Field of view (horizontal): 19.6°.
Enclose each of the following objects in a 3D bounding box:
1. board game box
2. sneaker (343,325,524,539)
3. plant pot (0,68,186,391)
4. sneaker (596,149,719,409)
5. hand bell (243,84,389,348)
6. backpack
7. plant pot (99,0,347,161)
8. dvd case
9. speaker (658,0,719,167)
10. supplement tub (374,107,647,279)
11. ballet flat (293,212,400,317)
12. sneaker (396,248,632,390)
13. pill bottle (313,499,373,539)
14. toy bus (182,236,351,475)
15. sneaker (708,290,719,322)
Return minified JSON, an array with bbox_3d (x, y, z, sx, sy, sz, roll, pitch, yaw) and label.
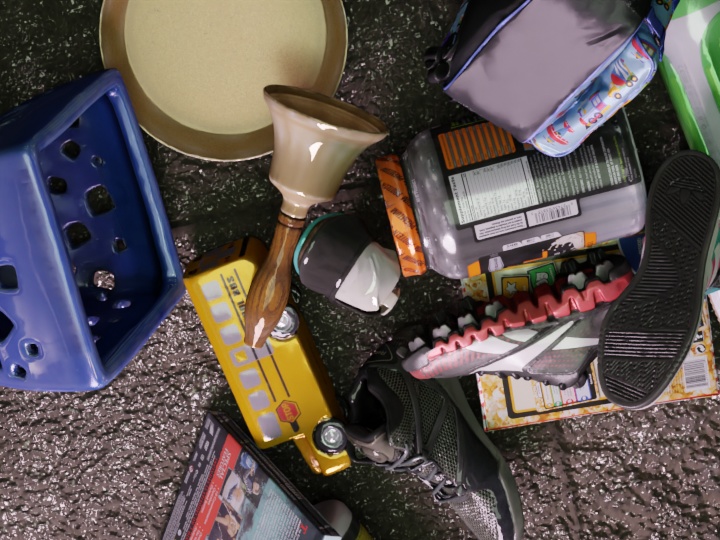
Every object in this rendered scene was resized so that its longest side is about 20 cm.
[{"bbox_3d":[0.187,0.041,1.720,0.198,0.046,0.153,-9,107,4],"label":"board game box"},{"bbox_3d":[0.053,0.157,1.710,0.076,0.114,0.201,-20,100,53],"label":"sneaker"},{"bbox_3d":[-0.269,-0.024,1.627,0.178,0.200,0.202,-8,109,19],"label":"plant pot"},{"bbox_3d":[0.242,0.016,1.616,0.083,0.121,0.202,17,85,24],"label":"sneaker"},{"bbox_3d":[-0.056,-0.034,1.643,0.103,0.104,0.202,17,105,-4],"label":"hand bell"},{"bbox_3d":[0.157,-0.213,1.561,0.134,0.201,0.183,33,136,-12],"label":"backpack"},{"bbox_3d":[-0.109,-0.188,1.667,0.198,0.028,0.202,0,108,0],"label":"plant pot"},{"bbox_3d":[-0.096,0.227,1.716,0.022,0.200,0.147,9,110,-37],"label":"dvd case"},{"bbox_3d":[0.287,-0.134,1.645,0.088,0.089,0.201,-22,105,7],"label":"speaker"},{"bbox_3d":[0.117,-0.066,1.644,0.198,0.123,0.124,-14,106,2],"label":"supplement tub"},{"bbox_3d":[0.000,0.000,1.636,0.068,0.200,0.068,32,89,11],"label":"ballet flat"},{"bbox_3d":[0.131,0.059,1.665,0.199,0.071,0.099,-19,104,6],"label":"sneaker"},{"bbox_3d":[-0.001,0.304,1.769,0.114,0.114,0.201,-34,103,11],"label":"pill bottle"},{"bbox_3d":[-0.071,0.075,1.725,0.078,0.065,0.201,-21,105,7],"label":"toy bus"},{"bbox_3d":[0.357,0.066,1.679,0.070,0.108,0.201,-41,114,-24],"label":"sneaker"}]
